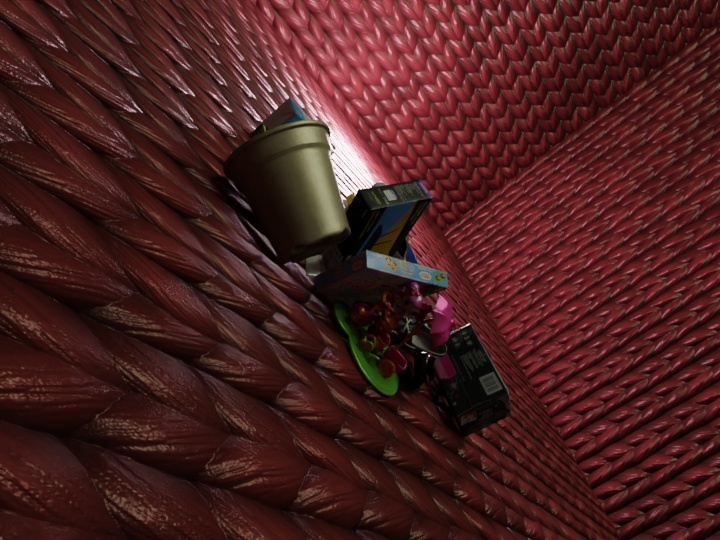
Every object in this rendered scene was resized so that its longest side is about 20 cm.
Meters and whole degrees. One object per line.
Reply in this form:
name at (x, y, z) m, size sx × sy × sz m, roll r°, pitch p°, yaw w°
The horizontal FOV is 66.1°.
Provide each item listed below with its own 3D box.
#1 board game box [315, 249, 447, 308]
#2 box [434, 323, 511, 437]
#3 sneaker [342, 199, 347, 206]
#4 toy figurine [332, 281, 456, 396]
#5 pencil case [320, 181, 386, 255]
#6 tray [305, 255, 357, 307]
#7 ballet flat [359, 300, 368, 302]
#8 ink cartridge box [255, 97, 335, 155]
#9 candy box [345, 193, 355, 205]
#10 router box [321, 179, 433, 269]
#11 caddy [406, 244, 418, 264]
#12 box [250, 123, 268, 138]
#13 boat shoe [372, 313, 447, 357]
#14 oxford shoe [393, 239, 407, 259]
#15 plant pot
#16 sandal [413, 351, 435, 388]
board game box at (0.040, 0.021, 1.016) m, size 0.197 × 0.150 × 0.037 m, roll 15°, pitch 64°, yaw -36°
box at (0.248, 0.253, 1.282) m, size 0.116 × 0.130 × 0.202 m, roll 66°, pitch 0°, yaw -48°
sneaker at (-0.035, -0.077, 1.320) m, size 0.083 × 0.081 × 0.202 m, roll -12°, pitch 66°, yaw -47°
toy figurine at (0.076, 0.092, 0.990) m, size 0.202 × 0.183 × 0.150 m, roll 55°, pitch 20°, yaw -1°
pencil case at (-0.011, -0.099, 1.145) m, size 0.084 × 0.198 × 0.091 m, roll 51°, pitch 23°, yaw -14°
tray at (-0.036, 0.046, 1.089) m, size 0.201 × 0.022 × 0.108 m, roll 49°, pitch 16°, yaw -22°
ballet flat at (0.000, 0.000, 1.161) m, size 0.068 × 0.068 × 0.201 m, roll 44°, pitch 8°, yaw -41°
ink cartridge box at (-0.144, -0.301, 1.338) m, size 0.199 × 0.115 × 0.069 m, roll 37°, pitch 22°, yaw -48°
candy box at (0.026, -0.074, 1.276) m, size 0.102 × 0.026 × 0.204 m, roll 20°, pitch 49°, yaw -57°
router box at (0.027, -0.076, 1.028) m, size 0.147 × 0.201 × 0.052 m, roll -16°, pitch 63°, yaw -34°
caddy at (0.084, -0.016, 1.466) m, size 0.143 × 0.103 × 0.202 m, roll 75°, pitch -8°, yaw -51°
box at (-0.156, -0.201, 1.219) m, size 0.193 × 0.047 × 0.202 m, roll 40°, pitch 21°, yaw -41°
boat shoe at (0.106, 0.133, 1.198) m, size 0.199 × 0.060 × 0.075 m, roll 40°, pitch 60°, yaw -22°
oxford shoe at (0.075, -0.065, 1.243) m, size 0.071 × 0.072 × 0.202 m, roll 44°, pitch 30°, yaw -33°
plant pot at (-0.109, -0.120, 0.944) m, size 0.187 × 0.198 × 0.200 m, roll 67°, pitch 15°, yaw 6°
sandal at (0.133, 0.200, 1.117) m, size 0.200 × 0.044 × 0.077 m, roll 85°, pitch 4°, yaw -79°
